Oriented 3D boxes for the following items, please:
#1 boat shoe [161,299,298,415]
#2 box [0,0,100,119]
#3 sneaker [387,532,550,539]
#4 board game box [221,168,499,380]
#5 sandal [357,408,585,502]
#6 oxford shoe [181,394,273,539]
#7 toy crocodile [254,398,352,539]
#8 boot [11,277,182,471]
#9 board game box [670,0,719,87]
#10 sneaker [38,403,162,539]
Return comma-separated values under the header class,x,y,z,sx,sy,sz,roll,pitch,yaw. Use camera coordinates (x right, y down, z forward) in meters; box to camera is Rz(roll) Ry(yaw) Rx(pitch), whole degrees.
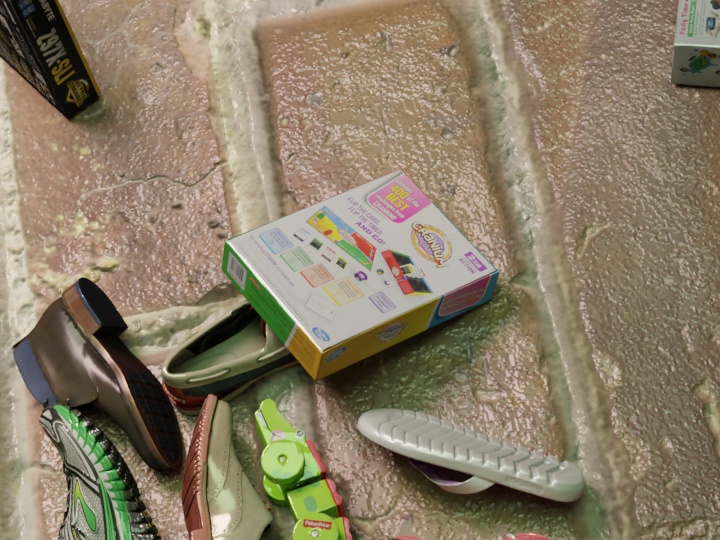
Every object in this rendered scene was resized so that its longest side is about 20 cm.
class,x,y,z,sx,sy,sz,roll,pitch,yaw
boat shoe,-0.092,0.055,1.694,0.200,0.063,0.071,-33,58,-13
box,-0.342,-0.258,1.843,0.049,0.200,0.160,-39,61,-14
sneaker,0.116,0.252,1.547,0.200,0.074,0.087,17,49,14
board game box,0.000,0.000,1.689,0.200,0.040,0.153,-23,56,-29
sandal,0.088,0.168,1.600,0.203,0.082,0.050,16,105,16
oxford shoe,-0.113,0.201,1.614,0.074,0.071,0.200,5,61,-13
toy crocodile,-0.041,0.198,1.595,0.062,0.068,0.200,-20,60,-11
boot,-0.236,0.114,1.691,0.097,0.075,0.200,-36,67,15
board game box,0.405,-0.247,1.804,0.200,0.064,0.148,6,59,11
sneaker,-0.229,0.204,1.595,0.085,0.078,0.200,-26,74,-3
